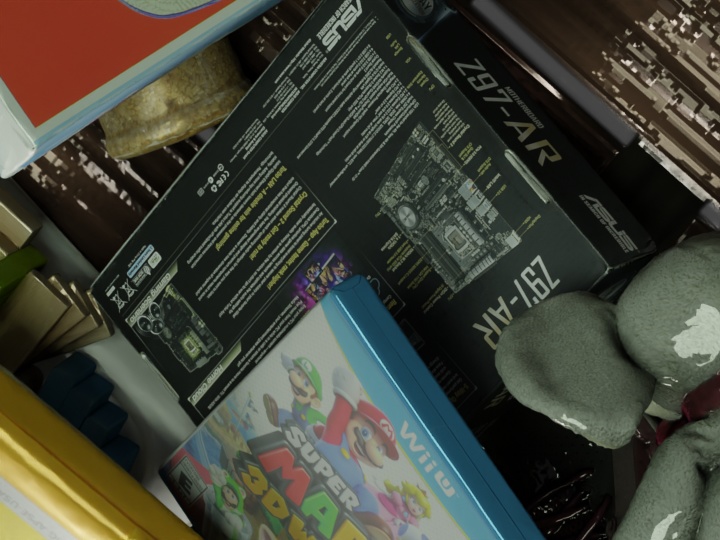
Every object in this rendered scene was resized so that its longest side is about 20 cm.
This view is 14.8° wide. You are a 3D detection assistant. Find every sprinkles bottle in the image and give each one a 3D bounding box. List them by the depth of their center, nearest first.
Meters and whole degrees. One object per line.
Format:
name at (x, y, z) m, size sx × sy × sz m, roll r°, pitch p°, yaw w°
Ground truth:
sprinkles bottle at (-0.109, -0.148, 1.130) m, size 0.068 × 0.068 × 0.200 m, roll -19°, pitch 98°, yaw 24°

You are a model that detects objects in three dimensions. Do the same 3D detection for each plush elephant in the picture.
plush elephant at (0.140, 0.058, 1.015) m, size 0.165 × 0.200 × 0.155 m, roll -17°, pitch 55°, yaw -7°

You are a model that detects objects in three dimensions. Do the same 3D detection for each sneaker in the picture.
sneaker at (0.103, 0.126, 1.103) m, size 0.076 × 0.116 × 0.200 m, roll -40°, pitch 89°, yaw 25°

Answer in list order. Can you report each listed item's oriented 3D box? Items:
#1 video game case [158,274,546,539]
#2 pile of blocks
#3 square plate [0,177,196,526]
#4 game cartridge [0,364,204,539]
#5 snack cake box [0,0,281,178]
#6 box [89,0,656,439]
video game case at (-0.003, 0.099, 1.070) m, size 0.143 × 0.018 × 0.200 m, roll 56°, pitch 148°, yaw 7°
pile of blocks at (-0.146, 0.053, 1.172) m, size 0.082 × 0.062 × 0.200 m, roll -22°, pitch 97°, yaw 24°
square plate at (-0.175, 0.072, 1.238) m, size 0.200 × 0.028 × 0.198 m, roll 47°, pitch 114°, yaw 2°
game cartridge at (-0.144, 0.133, 1.155) m, size 0.200 × 0.032 × 0.176 m, roll 42°, pitch 132°, yaw -3°
snack cake box at (-0.082, -0.137, 1.059) m, size 0.200 × 0.067 × 0.115 m, roll -34°, pitch 93°, yaw -19°
box at (0.000, 0.000, 1.116) m, size 0.160 × 0.044 × 0.200 m, roll 50°, pitch 122°, yaw 15°
